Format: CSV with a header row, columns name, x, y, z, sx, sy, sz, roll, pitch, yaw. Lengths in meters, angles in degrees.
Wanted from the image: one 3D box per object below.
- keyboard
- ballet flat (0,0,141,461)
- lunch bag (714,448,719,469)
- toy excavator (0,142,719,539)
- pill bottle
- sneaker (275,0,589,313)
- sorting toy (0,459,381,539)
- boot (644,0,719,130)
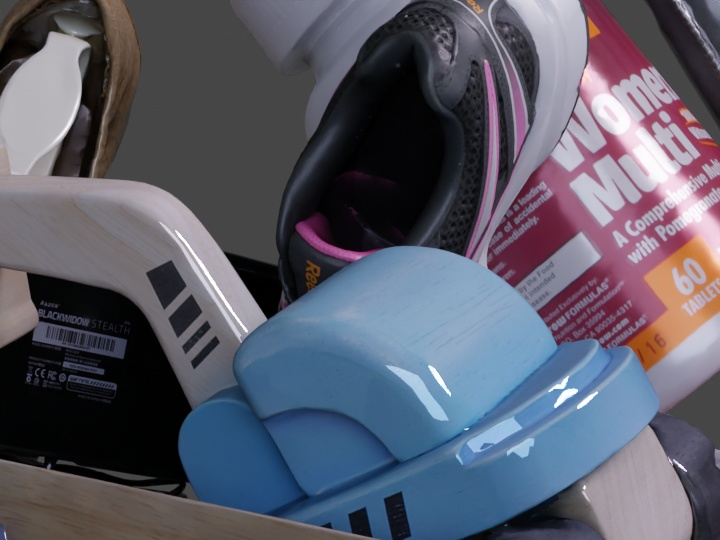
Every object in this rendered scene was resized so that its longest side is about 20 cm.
name,x,y,z,sx,sy,sz,roll,pitch,yaw
keyboard,-0.102,0.034,0.784,0.199,0.040,0.105,15,85,-39
ballet flat,-0.119,-0.011,0.815,0.067,0.072,0.201,19,76,-1
lunch bag,0.133,0.155,0.751,0.082,0.176,0.201,-32,83,-12
toy excavator,-0.021,0.031,0.679,0.100,0.194,0.201,-31,95,-56
pill bottle,0.051,-0.041,0.821,0.109,0.110,0.200,-37,84,-13
sneaker,0.000,0.000,0.745,0.080,0.086,0.201,22,114,23
sorting toy,-0.088,0.148,0.610,0.199,0.070,0.200,8,79,33
boot,0.134,-0.124,0.864,0.200,0.073,0.182,44,46,-7
